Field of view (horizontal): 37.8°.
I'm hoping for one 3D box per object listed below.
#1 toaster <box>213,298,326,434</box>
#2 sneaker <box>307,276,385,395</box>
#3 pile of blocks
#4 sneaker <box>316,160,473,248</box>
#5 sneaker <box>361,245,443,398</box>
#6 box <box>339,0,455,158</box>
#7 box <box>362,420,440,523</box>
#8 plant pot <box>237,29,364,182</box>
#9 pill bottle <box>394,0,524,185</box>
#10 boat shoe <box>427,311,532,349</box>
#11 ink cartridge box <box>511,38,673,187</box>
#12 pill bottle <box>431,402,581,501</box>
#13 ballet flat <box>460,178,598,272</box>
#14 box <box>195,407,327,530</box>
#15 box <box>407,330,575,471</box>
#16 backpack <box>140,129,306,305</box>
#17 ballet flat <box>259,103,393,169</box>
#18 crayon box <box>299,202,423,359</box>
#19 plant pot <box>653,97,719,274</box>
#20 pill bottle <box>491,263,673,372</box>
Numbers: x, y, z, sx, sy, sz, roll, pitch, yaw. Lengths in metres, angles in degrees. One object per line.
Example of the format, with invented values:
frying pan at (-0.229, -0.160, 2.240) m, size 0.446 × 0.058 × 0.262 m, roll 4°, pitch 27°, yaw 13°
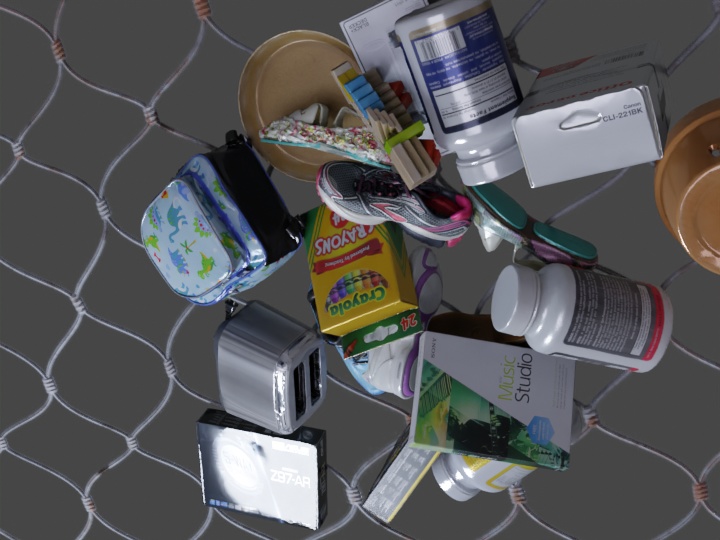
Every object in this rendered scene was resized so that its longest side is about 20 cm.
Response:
toaster at (-0.123, 0.133, 1.468) m, size 0.129 × 0.114 × 0.201 m, roll 22°, pitch 131°, yaw 27°
sneaker at (-0.022, 0.092, 1.447) m, size 0.078 × 0.090 × 0.201 m, roll -23°, pitch 106°, yaw 28°
pile of blocks at (0.036, -0.182, 1.198) m, size 0.062 × 0.082 × 0.200 m, roll -32°, pitch 65°, yaw -3°
sneaker at (0.043, -0.096, 1.296) m, size 0.199 × 0.081 × 0.075 m, roll 16°, pitch 156°, yaw -5°
sneaker at (0.048, 0.063, 1.387) m, size 0.099 × 0.075 × 0.201 m, roll 9°, pitch 84°, yaw 39°
box at (0.072, -0.236, 1.275) m, size 0.116 × 0.060 × 0.201 m, roll -20°, pitch 105°, yaw 27°
box at (0.088, 0.224, 1.429) m, size 0.049 × 0.160 × 0.200 m, roll 32°, pitch 120°, yaw 2°
plant pot at (-0.061, -0.212, 1.354) m, size 0.199 × 0.027 × 0.201 m, roll 9°, pitch 117°, yaw 17°
pill bottle at (0.121, -0.203, 1.179) m, size 0.111 × 0.111 × 0.201 m, roll -14°, pitch 107°, yaw 25°
boat shoe at (0.165, 0.092, 1.393) m, size 0.199 × 0.071 × 0.070 m, roll -8°, pitch 151°, yaw 29°
ink cartridge box at (0.259, -0.175, 1.154) m, size 0.144 × 0.200 × 0.084 m, roll -12°, pitch 110°, yaw 24°
pill bottle at (0.192, 0.229, 1.421) m, size 0.112 × 0.112 × 0.200 m, roll 46°, pitch 120°, yaw -5°
ballet flat at (0.200, -0.042, 1.319) m, size 0.199 × 0.069 × 0.071 m, roll 30°, pitch 124°, yaw -1°
box at (-0.150, 0.305, 1.621) m, size 0.199 × 0.044 × 0.161 m, roll 9°, pitch 117°, yaw 16°
box at (0.165, 0.162, 1.307) m, size 0.199 × 0.145 × 0.036 m, roll 9°, pitch 160°, yaw -5°
backpack at (-0.202, -0.049, 1.400) m, size 0.183 × 0.147 × 0.200 m, roll 56°, pitch 136°, yaw 5°
ballet flat at (-0.035, -0.173, 1.305) m, size 0.199 × 0.076 × 0.064 m, roll 14°, pitch 97°, yaw 26°
crayon box at (0.000, 0.000, 1.355) m, size 0.127 × 0.051 × 0.201 m, roll -23°, pitch 68°, yaw 27°
plant pot at (0.425, -0.081, 1.174) m, size 0.199 × 0.140 × 0.201 m, roll 9°, pitch 117°, yaw 17°
pill bottle at (0.265, 0.053, 1.273) m, size 0.199 × 0.111 × 0.111 m, roll 12°, pitch 121°, yaw -14°
